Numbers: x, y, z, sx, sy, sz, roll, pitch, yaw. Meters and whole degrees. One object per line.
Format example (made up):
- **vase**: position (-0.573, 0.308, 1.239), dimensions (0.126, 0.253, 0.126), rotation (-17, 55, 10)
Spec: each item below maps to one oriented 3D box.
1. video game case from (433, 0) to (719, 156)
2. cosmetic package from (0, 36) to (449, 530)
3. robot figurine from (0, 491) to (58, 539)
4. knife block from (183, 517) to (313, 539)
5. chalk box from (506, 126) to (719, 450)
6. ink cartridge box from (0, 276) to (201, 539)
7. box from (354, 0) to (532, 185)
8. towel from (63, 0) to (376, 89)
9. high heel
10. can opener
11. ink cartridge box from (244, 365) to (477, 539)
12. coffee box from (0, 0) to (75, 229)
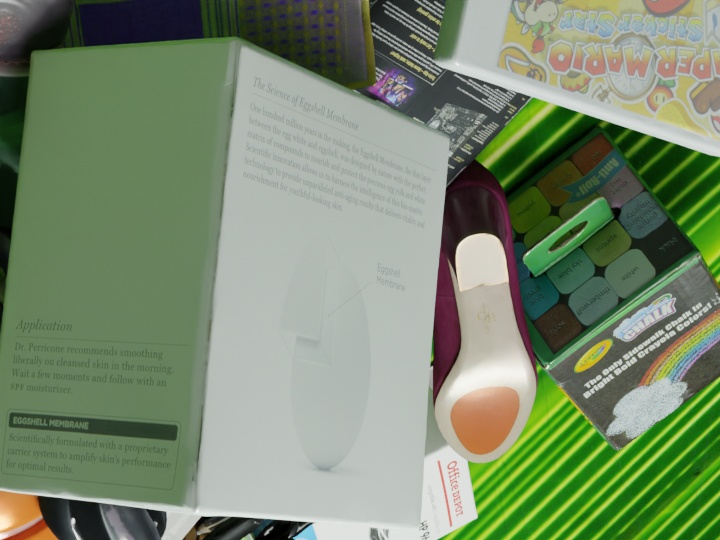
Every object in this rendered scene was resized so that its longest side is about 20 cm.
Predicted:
- **video game case**: position (0.140, -0.170, 1.011), dimensions (0.199, 0.023, 0.183), rotation (14, 89, -34)
- **cosmetic package**: position (-0.060, 0.013, 0.913), dimensions (0.199, 0.122, 0.202), rotation (18, 77, -59)
- **robot figurine**: position (-0.212, 0.139, 1.049), dimensions (0.143, 0.117, 0.201), rotation (3, 124, -5)
- **knife block**: position (-0.126, 0.194, 1.261), dimensions (0.198, 0.064, 0.177), rotation (3, 125, -1)
- **chalk box**: position (0.154, 0.005, 1.266), dimensions (0.125, 0.124, 0.200), rotation (-36, 145, 5)
- **ink cartridge box**: position (-0.142, 0.069, 1.114), dimensions (0.176, 0.045, 0.200), rotation (28, 115, -28)
- **box**: position (0.009, -0.112, 1.073), dimensions (0.160, 0.044, 0.200), rotation (-46, 144, 17)
- **towel**: position (-0.089, -0.132, 0.939), dimensions (0.198, 0.023, 0.144), rotation (-7, 135, -9)
- **high heel**: position (0.073, 0.024, 1.212), dimensions (0.067, 0.096, 0.201), rotation (-3, 129, -5)
- **can opener**: position (-0.143, 0.066, 0.961), dimensions (0.063, 0.078, 0.201), rotation (-40, 120, -37)
- **ink cartridge box**: position (0.013, 0.150, 1.369), dimensions (0.199, 0.068, 0.116), rotation (-28, 145, -10)
- **coffee box**: position (-0.214, -0.068, 0.918), dimensions (0.122, 0.044, 0.201), rotation (6, 131, -23)
